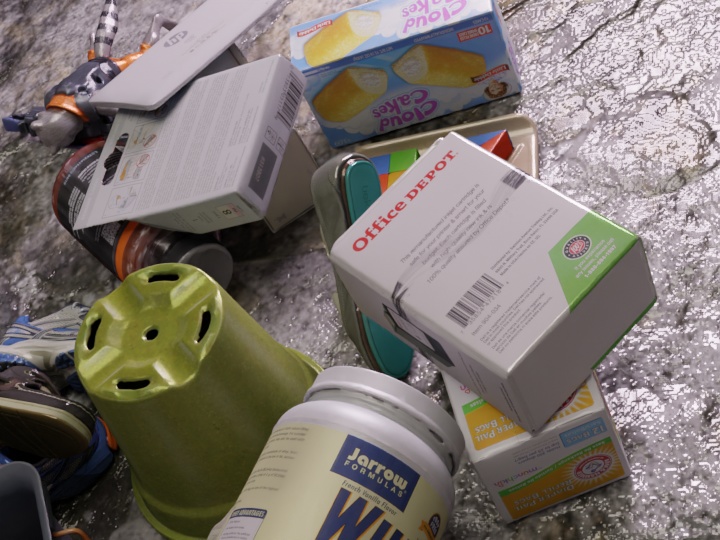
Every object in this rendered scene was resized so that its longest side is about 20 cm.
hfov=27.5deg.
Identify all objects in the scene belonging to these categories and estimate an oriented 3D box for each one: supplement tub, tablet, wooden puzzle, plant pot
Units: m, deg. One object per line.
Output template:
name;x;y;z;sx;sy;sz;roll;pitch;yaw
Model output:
supplement tub;-0.019;0.184;1.034;0.144;0.145;0.201;10;57;30
tablet;-0.167;-0.221;1.437;0.200;0.014;0.130;-45;31;-24
wooden puzzle;0.069;-0.056;1.329;0.184;0.046;0.201;-10;51;17
supplement tub;-0.204;-0.038;1.400;0.107;0.107;0.200;-42;50;-12
plant pot;-0.137;0.098;1.209;0.199;0.185;0.201;-13;50;16

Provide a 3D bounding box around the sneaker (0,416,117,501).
sneaker;-0.306;0.191;1.283;0.075;0.079;0.200;28;69;38

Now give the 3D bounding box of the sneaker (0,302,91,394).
sneaker;-0.256;0.065;1.364;0.199;0.077;0.086;-1;49;23

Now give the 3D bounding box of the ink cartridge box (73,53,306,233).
ink cartridge box;-0.155;-0.105;1.344;0.199;0.057;0.163;-14;48;37

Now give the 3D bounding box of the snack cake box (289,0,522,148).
snack cake box;0.043;-0.202;1.410;0.199;0.115;0.068;-16;50;13

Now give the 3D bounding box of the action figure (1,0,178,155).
action figure;-0.305;-0.200;1.577;0.199;0.105;0.194;2;46;23

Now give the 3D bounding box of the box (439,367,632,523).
box;0.125;0.078;1.162;0.112;0.102;0.201;-22;48;7

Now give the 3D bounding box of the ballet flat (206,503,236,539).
ballet flat;-0.111;0.245;1.087;0.062;0.068;0.201;-4;52;36

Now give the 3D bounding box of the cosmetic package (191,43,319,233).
cosmetic package;-0.113;-0.143;1.443;0.073;0.104;0.200;-33;49;-3

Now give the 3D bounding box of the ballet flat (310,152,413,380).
ballet flat;0.000;0.000;1.271;0.063;0.067;0.202;-12;88;48

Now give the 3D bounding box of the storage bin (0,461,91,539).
storage bin;-0.258;0.272;1.160;0.145;0.135;0.201;-26;49;3

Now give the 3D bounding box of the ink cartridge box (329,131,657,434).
ink cartridge box;0.097;0.004;1.106;0.145;0.084;0.200;-44;49;-13

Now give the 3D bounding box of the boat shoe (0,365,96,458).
boat shoe;-0.286;0.111;1.233;0.200;0.072;0.066;-4;45;44
